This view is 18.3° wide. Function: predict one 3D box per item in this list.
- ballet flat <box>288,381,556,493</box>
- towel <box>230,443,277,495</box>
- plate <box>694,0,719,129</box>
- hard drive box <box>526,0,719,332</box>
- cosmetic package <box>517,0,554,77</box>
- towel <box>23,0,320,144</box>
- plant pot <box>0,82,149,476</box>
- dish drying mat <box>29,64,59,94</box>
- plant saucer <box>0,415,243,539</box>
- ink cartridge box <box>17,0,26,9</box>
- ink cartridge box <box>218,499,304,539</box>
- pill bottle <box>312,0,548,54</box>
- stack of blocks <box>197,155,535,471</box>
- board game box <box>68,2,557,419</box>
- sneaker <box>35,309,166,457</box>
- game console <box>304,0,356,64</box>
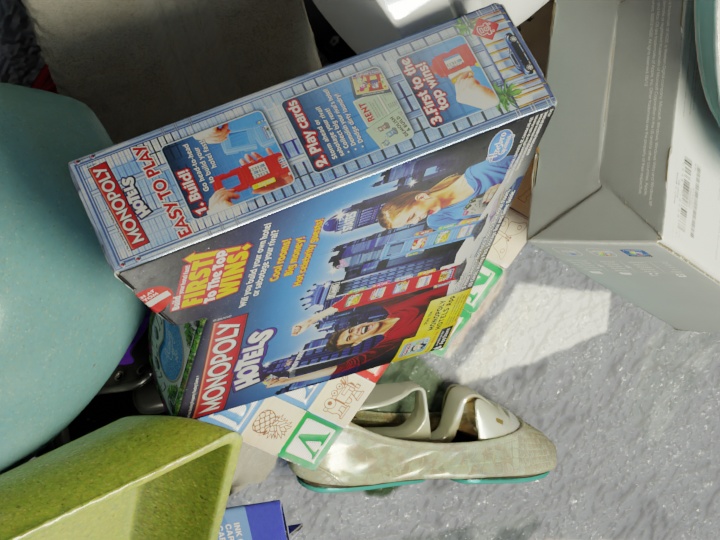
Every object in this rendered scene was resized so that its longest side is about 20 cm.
[{"bbox_3d":[0.047,0.100,1.377,0.199,0.067,0.063,-1,108,-35],"label":"ballet flat"},{"bbox_3d":[-0.037,0.040,1.260,0.201,0.034,0.132,-59,169,7],"label":"towel"},{"bbox_3d":[0.196,-0.138,1.104,0.200,0.025,0.202,4,90,-65],"label":"plate"},{"bbox_3d":[0.171,-0.063,1.172,0.200,0.076,0.157,27,68,-56],"label":"hard drive box"},{"bbox_3d":[0.048,-0.150,1.173,0.103,0.087,0.200,-46,133,-1],"label":"cosmetic package"},{"bbox_3d":[-0.097,-0.135,1.079,0.132,0.035,0.201,-17,133,0],"label":"towel"},{"bbox_3d":[-0.172,-0.009,1.051,0.134,0.200,0.201,-25,129,-13],"label":"plant pot"},{"bbox_3d":[-0.098,-0.062,1.199,0.199,0.018,0.077,22,113,-43],"label":"dish drying mat"},{"bbox_3d":[-0.162,0.148,1.056,0.199,0.048,0.200,-24,153,-26],"label":"plant saucer"},{"bbox_3d":[-0.119,-0.223,1.056,0.199,0.047,0.198,-27,136,17],"label":"ink cartridge box"},{"bbox_3d":[-0.125,0.179,1.246,0.199,0.136,0.077,-4,82,-33],"label":"ink cartridge box"},{"bbox_3d":[0.068,-0.183,1.030,0.200,0.113,0.114,-41,133,-11],"label":"pill bottle"},{"bbox_3d":[0.000,0.000,1.140,0.115,0.059,0.201,28,101,-40],"label":"stack of blocks"},{"bbox_3d":[-0.035,-0.016,0.998,0.199,0.062,0.200,-14,150,-24],"label":"board game box"},{"bbox_3d":[-0.101,0.037,1.196,0.200,0.100,0.070,-41,138,1],"label":"sneaker"},{"bbox_3d":[0.039,-0.184,1.220,0.177,0.031,0.200,-47,133,-3],"label":"game console"}]
